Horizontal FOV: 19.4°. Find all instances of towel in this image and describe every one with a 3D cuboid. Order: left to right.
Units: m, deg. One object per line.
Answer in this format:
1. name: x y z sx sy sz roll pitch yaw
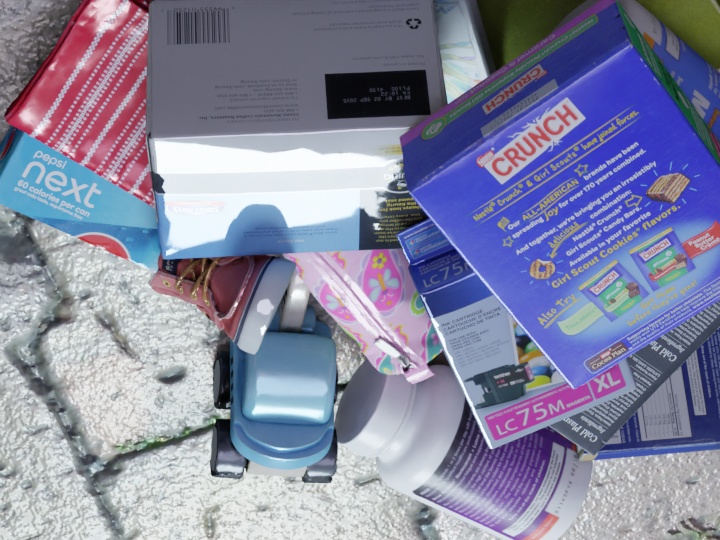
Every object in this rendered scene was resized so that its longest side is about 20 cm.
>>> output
1. towel: -0.143 -0.114 1.543 0.200 0.022 0.145 31 116 -22

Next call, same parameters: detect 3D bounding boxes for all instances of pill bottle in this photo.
1. pill bottle: 0.083 0.145 1.744 0.200 0.111 0.111 26 111 -21
2. pill bottle: 0.214 -0.091 1.456 0.200 0.112 0.112 36 108 -24

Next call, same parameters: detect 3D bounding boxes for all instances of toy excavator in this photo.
1. toy excavator: -0.055 0.049 1.669 0.100 0.195 0.200 6 145 -11

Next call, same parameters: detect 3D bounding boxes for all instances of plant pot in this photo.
1. plant pot: 0.167 -0.199 1.548 0.200 0.187 0.187 -26 120 23

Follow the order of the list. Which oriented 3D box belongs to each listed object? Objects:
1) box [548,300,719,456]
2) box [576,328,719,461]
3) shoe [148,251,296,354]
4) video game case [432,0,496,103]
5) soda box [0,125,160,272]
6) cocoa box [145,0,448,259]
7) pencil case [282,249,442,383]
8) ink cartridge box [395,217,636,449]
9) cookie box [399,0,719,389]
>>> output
1. box: 0.181 0.006 1.634 0.104 0.200 0.182 33 108 -24
2. box: 0.272 0.090 1.747 0.200 0.121 0.032 -4 162 -5
3. shoe: -0.104 0.008 1.523 0.091 0.200 0.072 25 88 -5
4. video game case: 0.002 -0.158 1.520 0.182 0.022 0.200 -1 140 18
5. soda box: -0.182 -0.054 1.625 0.200 0.064 0.068 25 112 -19
6. cocoa box: -0.044 -0.099 1.452 0.200 0.134 0.131 -2 142 -2
7. pencil case: 0.000 0.000 1.593 0.087 0.087 0.200 -32 130 9
8. ink cartridge box: 0.111 0.030 1.482 0.119 0.042 0.200 -23 127 3
9. cookie box: 0.150 -0.048 1.365 0.171 0.075 0.200 -33 121 13
